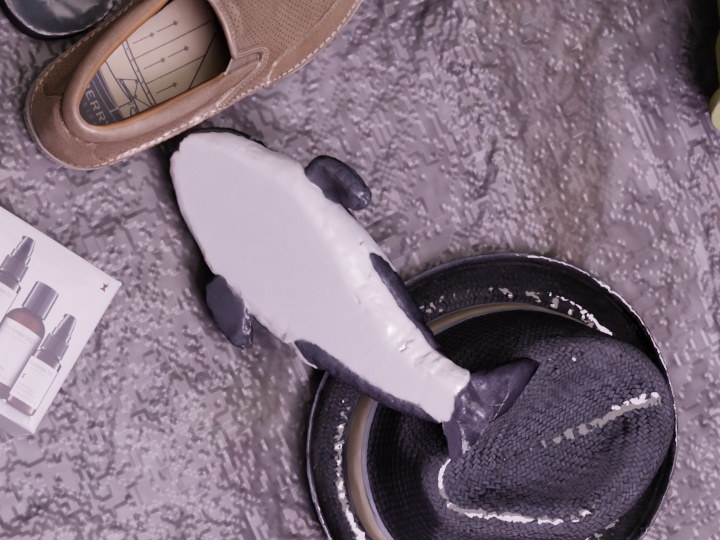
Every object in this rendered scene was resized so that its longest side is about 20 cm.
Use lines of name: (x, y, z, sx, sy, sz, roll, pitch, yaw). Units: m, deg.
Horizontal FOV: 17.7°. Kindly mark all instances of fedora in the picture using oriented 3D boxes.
fedora: (0.078, 0.081, 1.106, 0.199, 0.092, 0.202, 2, 84, -20)

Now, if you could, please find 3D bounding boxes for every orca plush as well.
orca plush: (0.000, 0.000, 1.087, 0.199, 0.071, 0.106, 28, 111, 20)

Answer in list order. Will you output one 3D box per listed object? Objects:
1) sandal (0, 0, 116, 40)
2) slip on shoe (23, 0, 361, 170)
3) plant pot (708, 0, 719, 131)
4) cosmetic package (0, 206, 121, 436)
sandal: (-0.166, -0.206, 1.069, 0.075, 0.048, 0.201, -29, 94, -21)
slip on shoe: (-0.068, -0.116, 1.089, 0.199, 0.061, 0.076, -32, 96, -20)
plant pot: (0.247, -0.188, 1.157, 0.199, 0.200, 0.185, -10, 77, -20)
cosmetic package: (-0.213, -0.012, 1.032, 0.199, 0.051, 0.083, 33, 74, -14)
